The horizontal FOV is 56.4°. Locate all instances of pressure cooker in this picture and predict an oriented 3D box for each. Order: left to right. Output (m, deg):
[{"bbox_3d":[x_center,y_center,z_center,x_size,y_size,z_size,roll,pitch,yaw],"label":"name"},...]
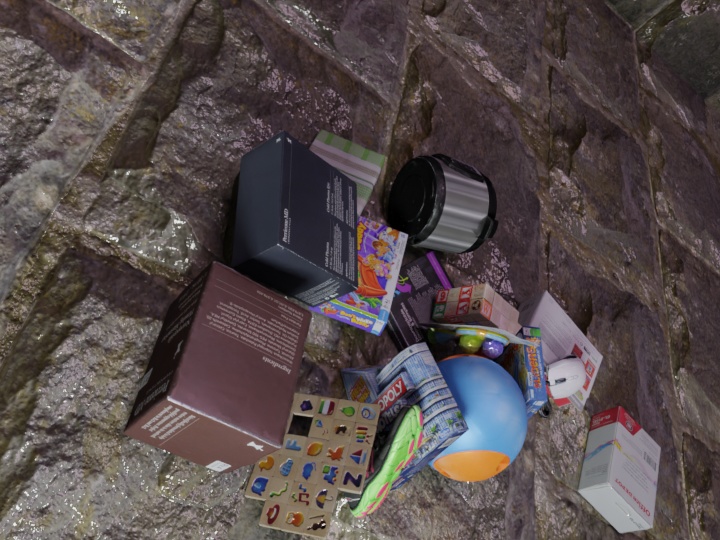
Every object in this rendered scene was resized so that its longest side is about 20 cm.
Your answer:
[{"bbox_3d":[0.173,-0.126,1.339,0.196,0.178,0.180,10,64,-32],"label":"pressure cooker"}]

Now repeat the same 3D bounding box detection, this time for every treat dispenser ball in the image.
[{"bbox_3d":[0.177,0.243,1.116,0.197,0.200,0.205,19,55,-30],"label":"treat dispenser ball"}]

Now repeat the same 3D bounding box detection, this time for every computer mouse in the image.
[{"bbox_3d":[0.388,0.207,1.295,0.197,0.043,0.113,-11,90,-44],"label":"computer mouse"}]

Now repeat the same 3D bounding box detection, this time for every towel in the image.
[{"bbox_3d":[-0.045,-0.175,1.258,0.146,0.031,0.202,24,48,1],"label":"towel"}]

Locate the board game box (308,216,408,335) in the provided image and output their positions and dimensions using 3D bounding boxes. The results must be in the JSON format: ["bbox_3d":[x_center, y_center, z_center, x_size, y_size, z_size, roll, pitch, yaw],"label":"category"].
[{"bbox_3d":[0.000,0.000,1.185,0.131,0.045,0.203,20,52,-5],"label":"board game box"}]

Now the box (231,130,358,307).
[{"bbox_3d":[-0.097,-0.076,1.050,0.181,0.103,0.205,31,49,-44],"label":"box"}]

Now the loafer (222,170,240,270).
[{"bbox_3d":[-0.178,-0.087,1.094,0.066,0.076,0.204,17,57,-22],"label":"loafer"}]

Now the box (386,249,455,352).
[{"bbox_3d":[0.111,0.057,1.282,0.198,0.036,0.145,-24,84,-46],"label":"box"}]

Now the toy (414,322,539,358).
[{"bbox_3d":[0.196,0.126,1.170,0.114,0.198,0.048,22,79,-39],"label":"toy"}]

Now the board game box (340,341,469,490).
[{"bbox_3d":[0.051,0.214,1.065,0.061,0.201,0.202,-2,53,-40],"label":"board game box"}]

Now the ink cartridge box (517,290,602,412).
[{"bbox_3d":[0.401,0.180,1.419,0.201,0.083,0.176,48,48,-7],"label":"ink cartridge box"}]

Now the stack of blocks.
[{"bbox_3d":[0.243,0.104,1.275,0.199,0.114,0.060,37,58,-35],"label":"stack of blocks"}]

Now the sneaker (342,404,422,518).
[{"bbox_3d":[0.023,0.273,0.987,0.084,0.202,0.076,41,21,26],"label":"sneaker"}]

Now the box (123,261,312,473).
[{"bbox_3d":[-0.186,0.134,0.901,0.162,0.165,0.204,30,50,-24],"label":"box"}]

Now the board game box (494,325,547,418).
[{"bbox_3d":[0.283,0.208,1.229,0.034,0.201,0.138,6,58,-6],"label":"board game box"}]

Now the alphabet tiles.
[{"bbox_3d":[-0.069,0.271,0.954,0.163,0.008,0.203,5,52,15],"label":"alphabet tiles"}]

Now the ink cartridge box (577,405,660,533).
[{"bbox_3d":[0.544,0.416,1.406,0.146,0.082,0.201,44,46,-12],"label":"ink cartridge box"}]
